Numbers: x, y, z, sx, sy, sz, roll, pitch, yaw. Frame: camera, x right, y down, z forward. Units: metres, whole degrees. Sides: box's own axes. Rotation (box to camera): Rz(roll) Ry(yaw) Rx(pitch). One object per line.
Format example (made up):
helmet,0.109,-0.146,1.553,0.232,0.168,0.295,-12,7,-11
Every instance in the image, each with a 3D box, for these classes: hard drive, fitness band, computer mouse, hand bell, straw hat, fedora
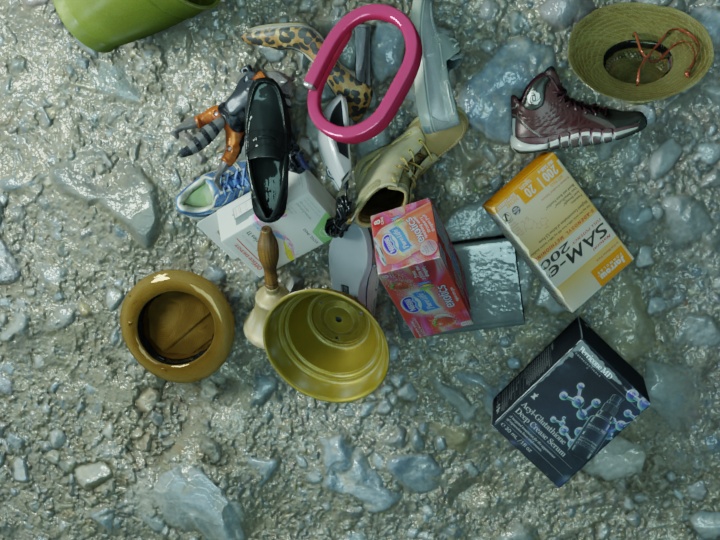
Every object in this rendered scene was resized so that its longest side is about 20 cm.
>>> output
hard drive,0.148,0.026,1.660,0.196,0.033,0.142,-7,105,11
fitness band,0.003,-0.277,1.499,0.142,0.037,0.202,28,88,23
computer mouse,-0.039,-0.154,1.545,0.043,0.110,0.204,-3,80,-9
hand bell,-0.134,0.014,1.621,0.102,0.105,0.202,6,133,6
straw hat,0.388,-0.279,1.502,0.197,0.204,0.086,1,148,8
fedora,-0.285,0.080,1.716,0.197,0.082,0.204,4,110,12

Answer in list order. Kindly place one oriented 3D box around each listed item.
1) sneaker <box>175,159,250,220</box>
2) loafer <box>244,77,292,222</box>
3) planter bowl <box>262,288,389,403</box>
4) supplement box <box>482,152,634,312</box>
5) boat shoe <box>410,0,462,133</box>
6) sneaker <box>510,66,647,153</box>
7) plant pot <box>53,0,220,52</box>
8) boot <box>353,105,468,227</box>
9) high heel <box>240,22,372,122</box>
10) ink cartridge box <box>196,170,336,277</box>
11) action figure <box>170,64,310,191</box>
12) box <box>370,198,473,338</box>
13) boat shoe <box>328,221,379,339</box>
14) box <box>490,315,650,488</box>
sneaker,-0.193,-0.125,1.639,0.198,0.077,0.077,-24,89,12
loafer,-0.129,-0.169,1.507,0.067,0.070,0.204,-2,99,-4
planter bowl,-0.042,0.094,1.612,0.197,0.084,0.203,8,123,12
supplement box,0.290,-0.057,1.578,0.126,0.074,0.201,-40,98,1
boat shoe,0.112,-0.297,1.530,0.070,0.070,0.205,-6,81,9
sneaker,0.308,-0.239,1.538,0.196,0.076,0.118,-8,102,11
plant pot,-0.333,-0.417,1.533,0.191,0.201,0.202,-26,101,27
boot,0.073,-0.150,1.550,0.198,0.156,0.073,-29,115,17
high heel,-0.079,-0.292,1.580,0.196,0.071,0.145,1,104,1
ink cartridge box,-0.139,-0.065,1.630,0.198,0.068,0.117,-27,139,15
action figure,-0.164,-0.208,1.562,0.193,0.104,0.201,-43,69,9
box,0.090,0.001,1.537,0.093,0.104,0.201,-15,147,12
boat shoe,0.004,0.002,1.651,0.074,0.086,0.205,15,123,28
box,0.321,0.202,1.648,0.148,0.107,0.200,41,107,-4
